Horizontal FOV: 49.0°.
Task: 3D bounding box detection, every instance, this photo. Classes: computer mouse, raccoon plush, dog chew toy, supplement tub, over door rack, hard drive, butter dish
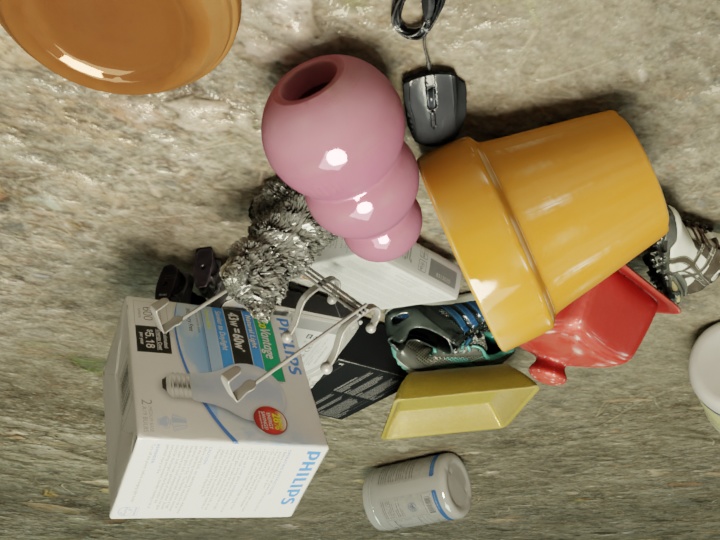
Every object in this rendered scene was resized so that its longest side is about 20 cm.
[{"bbox_3d":[0.059,-0.171,0.674,0.058,0.034,0.201,-5,149,9],"label":"computer mouse"},{"bbox_3d":[-0.063,-0.043,0.777,0.096,0.134,0.200,37,123,-12],"label":"raccoon plush"},{"bbox_3d":[-0.004,-0.086,0.699,0.123,0.125,0.201,-12,132,20],"label":"dog chew toy"},{"bbox_3d":[0.564,0.170,1.144,0.144,0.147,0.200,-16,146,24],"label":"supplement tub"},{"bbox_3d":[-0.098,0.058,0.829,0.199,0.147,0.067,-24,132,-37],"label":"over door rack"},{"bbox_3d":[0.118,0.460,1.639,0.198,0.133,0.132,-19,145,30],"label":"supplement tub"},{"bbox_3d":[-0.112,0.085,0.989,0.198,0.038,0.140,15,126,-36],"label":"hard drive"},{"bbox_3d":[0.232,0.058,0.909,0.198,0.149,0.199,27,166,-39],"label":"butter dish"}]

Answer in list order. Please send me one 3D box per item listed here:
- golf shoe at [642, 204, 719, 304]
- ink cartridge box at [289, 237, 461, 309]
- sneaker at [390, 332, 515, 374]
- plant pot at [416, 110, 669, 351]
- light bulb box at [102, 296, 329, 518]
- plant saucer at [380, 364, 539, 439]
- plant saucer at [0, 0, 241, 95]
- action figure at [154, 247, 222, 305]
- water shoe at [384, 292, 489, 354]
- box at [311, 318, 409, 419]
[{"bbox_3d":[0.365,-0.032,0.885,0.094,0.078,0.200,-23,151,15],"label":"golf shoe"},{"bbox_3d":[0.000,0.000,0.971,0.161,0.051,0.199,26,158,-38],"label":"ink cartridge box"},{"bbox_3d":[0.133,0.102,1.104,0.198,0.078,0.091,8,146,-33],"label":"sneaker"},{"bbox_3d":[0.175,-0.053,0.740,0.182,0.202,0.200,-25,145,10],"label":"plant pot"},{"bbox_3d":[-0.163,0.148,0.851,0.198,0.199,0.126,9,127,-28],"label":"light bulb box"},{"bbox_3d":[0.131,0.184,1.122,0.197,0.049,0.201,-5,154,-7],"label":"plant saucer"},{"bbox_3d":[-0.193,-0.204,0.611,0.197,0.038,0.201,0,150,0],"label":"plant saucer"},{"bbox_3d":[-0.188,0.051,1.012,0.129,0.070,0.200,-12,151,9],"label":"action figure"},{"bbox_3d":[0.130,0.076,1.044,0.197,0.080,0.072,0,150,0],"label":"water shoe"},{"bbox_3d":[-0.030,0.145,1.159,0.140,0.080,0.200,16,146,-32],"label":"box"}]
